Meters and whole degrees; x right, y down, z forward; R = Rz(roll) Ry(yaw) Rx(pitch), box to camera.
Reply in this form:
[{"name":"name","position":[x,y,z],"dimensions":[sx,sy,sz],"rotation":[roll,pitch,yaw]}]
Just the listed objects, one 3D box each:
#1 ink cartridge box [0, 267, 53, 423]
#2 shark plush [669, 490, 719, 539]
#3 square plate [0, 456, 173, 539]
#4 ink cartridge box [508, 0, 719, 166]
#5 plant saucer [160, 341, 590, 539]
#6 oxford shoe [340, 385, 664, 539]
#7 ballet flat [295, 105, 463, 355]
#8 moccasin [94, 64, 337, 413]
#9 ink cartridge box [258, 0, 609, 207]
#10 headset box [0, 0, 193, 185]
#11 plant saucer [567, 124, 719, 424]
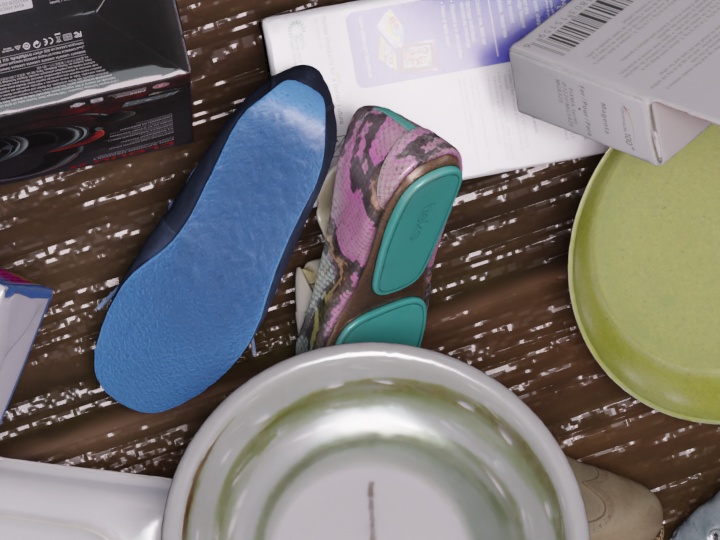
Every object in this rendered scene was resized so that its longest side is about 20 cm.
[{"name":"ink cartridge box","position":[-0.269,0.032,1.334],"dimensions":[0.199,0.076,0.137],"rotation":[23,91,11]},{"name":"shark plush","position":[0.243,0.084,1.391],"dimensions":[0.083,0.091,0.200],"rotation":[36,105,13]},{"name":"square plate","position":[-0.186,0.191,1.362],"dimensions":[0.197,0.028,0.201],"rotation":[7,92,13]},{"name":"ink cartridge box","position":[0.199,-0.117,1.310],"dimensions":[0.200,0.173,0.044],"rotation":[-38,134,-29]},{"name":"plant saucer","position":[0.006,0.134,1.288],"dimensions":[0.199,0.050,0.201],"rotation":[1,67,-3]},{"name":"oxford shoe","position":[0.070,0.099,1.369],"dimensions":[0.199,0.071,0.075],"rotation":[12,121,-21]},{"name":"ballet flat","position":[0.000,0.000,1.362],"dimensions":[0.069,0.071,0.201],"rotation":[-18,140,-33]},{"name":"moccasin","position":[-0.062,-0.013,1.360],"dimensions":[0.080,0.068,0.200],"rotation":[34,117,-7]},{"name":"ink cartridge box","position":[0.054,-0.096,1.393],"dimensions":[0.199,0.039,0.100],"rotation":[-10,94,-3]},{"name":"headset box","position":[-0.156,-0.091,1.294],"dimensions":[0.148,0.200,0.075],"rotation":[-13,84,-5]},{"name":"plant saucer","position":[0.196,-0.019,1.388],"dimensions":[0.199,0.031,0.201],"rotation":[-5,114,-13]}]
